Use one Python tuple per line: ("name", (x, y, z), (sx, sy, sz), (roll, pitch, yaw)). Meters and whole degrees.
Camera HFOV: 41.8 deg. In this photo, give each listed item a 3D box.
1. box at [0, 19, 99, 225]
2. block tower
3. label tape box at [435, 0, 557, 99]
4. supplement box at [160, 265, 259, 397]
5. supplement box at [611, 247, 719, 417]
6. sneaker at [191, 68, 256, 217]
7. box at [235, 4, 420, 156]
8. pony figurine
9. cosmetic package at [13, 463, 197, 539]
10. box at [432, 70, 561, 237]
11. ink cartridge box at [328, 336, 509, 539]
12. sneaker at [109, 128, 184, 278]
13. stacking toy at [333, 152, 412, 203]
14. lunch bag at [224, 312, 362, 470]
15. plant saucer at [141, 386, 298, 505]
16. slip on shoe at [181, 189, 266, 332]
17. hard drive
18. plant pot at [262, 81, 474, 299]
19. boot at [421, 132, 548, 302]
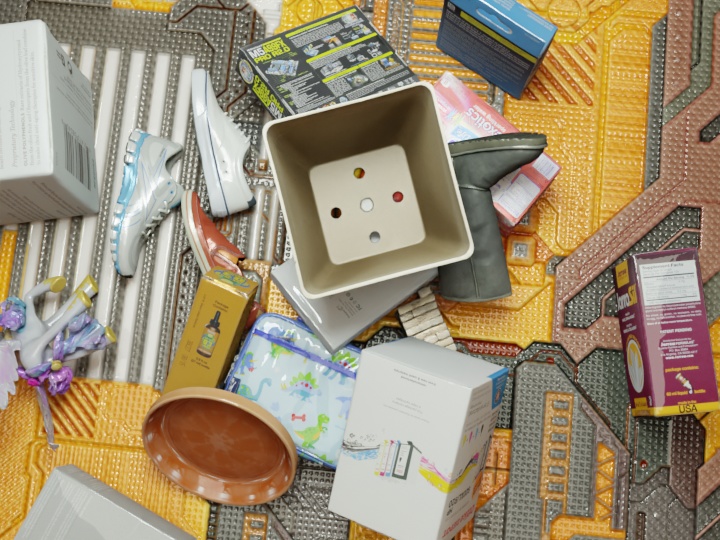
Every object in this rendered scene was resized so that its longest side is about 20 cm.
("box", (-0.448, -0.180, 1.206), (0.169, 0.199, 0.203), (-7, 80, 0))
("block tower", (0.105, 0.126, 1.227), (0.057, 0.054, 0.202), (-22, 81, -4))
("label tape box", (0.177, -0.315, 1.220), (0.142, 0.200, 0.067), (34, 81, 5))
("supplement box", (-0.193, 0.100, 1.192), (0.066, 0.069, 0.202), (24, 108, 4))
("supplement box", (0.387, 0.082, 1.203), (0.084, 0.110, 0.203), (-6, 81, 0))
("sneaker", (-0.186, -0.174, 1.275), (0.070, 0.073, 0.203), (-11, 90, -10))
("box", (-0.039, -0.254, 1.240), (0.199, 0.044, 0.161), (-29, 71, -30))
("pony figurine", (-0.416, 0.108, 1.202), (0.199, 0.167, 0.194), (-33, 50, -1))
("cosmetic package", (-0.318, 0.339, 1.184), (0.198, 0.090, 0.108), (31, 82, 2))
("box", (0.154, -0.151, 1.248), (0.199, 0.095, 0.103), (40, 84, 6))
("ink cartridge box", (0.071, 0.202, 1.128), (0.143, 0.147, 0.203), (17, 100, 24))
("sneaker", (-0.280, -0.087, 1.256), (0.085, 0.075, 0.203), (9, 82, -4))
("stacking toy", (-0.018, -0.146, 1.250), (0.198, 0.085, 0.086), (28, 82, 7))
("lunch bag", (-0.070, 0.153, 1.213), (0.198, 0.083, 0.162), (25, 79, 3))
("plant saucer", (-0.172, 0.216, 1.166), (0.197, 0.202, 0.033), (15, 40, 3))
("slip on shoe", (-0.183, -0.015, 1.243), (0.061, 0.074, 0.202), (-25, 88, -4))
("hard drive", (0.000, 0.000, 1.225), (0.199, 0.026, 0.132), (-35, 74, -22))
("plant pot", (0.009, -0.085, 1.125), (0.197, 0.177, 0.203), (-14, 88, 0))
("boot", (0.160, -0.063, 1.162), (0.180, 0.072, 0.203), (-3, 100, 39))
